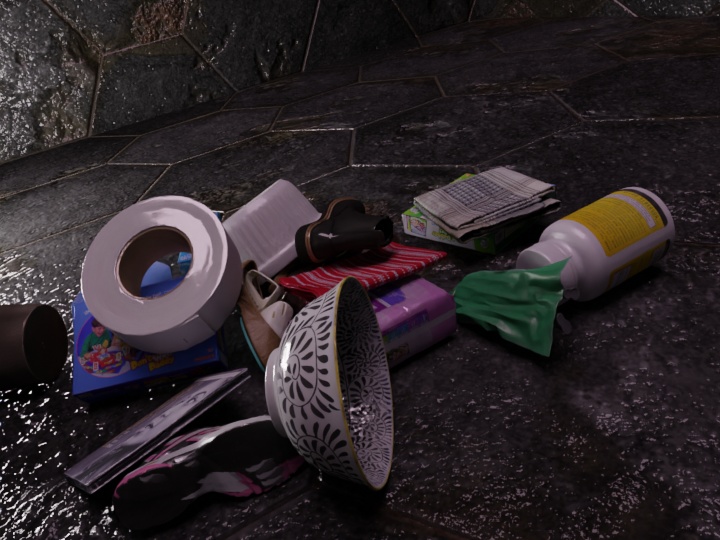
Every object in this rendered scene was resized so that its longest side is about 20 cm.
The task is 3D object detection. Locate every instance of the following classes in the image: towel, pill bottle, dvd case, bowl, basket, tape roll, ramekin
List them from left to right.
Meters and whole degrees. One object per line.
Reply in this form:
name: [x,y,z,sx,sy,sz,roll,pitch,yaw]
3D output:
basket: [-0.552,0.116,0.881,0.196,0.138,0.181,-6,23,5]
dvd case: [-0.232,0.176,0.689,0.199,0.016,0.148,-34,8,-35]
tape roll: [-0.260,0.005,0.802,0.199,0.071,0.205,-3,63,6]
ramekin: [-0.159,-0.058,0.975,0.199,0.106,0.200,-35,13,9]
bowl: [-0.035,0.113,0.595,0.093,0.203,0.202,-10,27,13]
towel: [0.000,0.000,0.821,0.198,0.023,0.144,-20,16,-25]
towel: [0.206,-0.119,1.005,0.190,0.035,0.200,-19,29,-11]
pill bottle: [0.307,-0.027,0.799,0.198,0.113,0.111,-24,30,-22]

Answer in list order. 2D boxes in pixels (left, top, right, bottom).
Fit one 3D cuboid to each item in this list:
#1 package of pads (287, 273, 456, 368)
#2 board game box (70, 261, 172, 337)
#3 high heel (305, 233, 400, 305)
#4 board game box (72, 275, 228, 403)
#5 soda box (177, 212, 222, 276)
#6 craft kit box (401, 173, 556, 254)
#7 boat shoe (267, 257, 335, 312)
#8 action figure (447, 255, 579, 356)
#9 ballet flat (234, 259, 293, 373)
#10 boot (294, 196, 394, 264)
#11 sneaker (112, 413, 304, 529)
package of pads: [0.014,0.072,0.779,0.198,0.077,0.120,-25,26,-22]
board game box: [-0.337,0.084,0.888,0.156,0.039,0.202,-19,63,-2]
high heel: [-0.025,0.008,0.954,0.199,0.068,0.096,-34,11,-32]
board game box: [-0.289,0.090,0.830,0.197,0.045,0.136,-13,64,0]
soda box: [-0.286,-0.036,1.110,0.063,0.069,0.201,-14,28,-2]
craft kit box: [0.209,-0.107,1.064,0.199,0.049,0.196,-33,37,-33]
boat shoe: [-0.073,-0.002,0.974,0.070,0.071,0.201,33,43,3]
action figure: [0.178,0.040,0.768,0.199,0.054,0.120,4,70,55]
ballet flat: [-0.134,0.054,0.826,0.072,0.068,0.201,-38,48,2]
boot: [0.005,-0.066,0.910,0.136,0.078,0.200,-7,24,25]
sneaker: [-0.157,0.190,0.637,0.197,0.082,0.086,-13,16,-12]
